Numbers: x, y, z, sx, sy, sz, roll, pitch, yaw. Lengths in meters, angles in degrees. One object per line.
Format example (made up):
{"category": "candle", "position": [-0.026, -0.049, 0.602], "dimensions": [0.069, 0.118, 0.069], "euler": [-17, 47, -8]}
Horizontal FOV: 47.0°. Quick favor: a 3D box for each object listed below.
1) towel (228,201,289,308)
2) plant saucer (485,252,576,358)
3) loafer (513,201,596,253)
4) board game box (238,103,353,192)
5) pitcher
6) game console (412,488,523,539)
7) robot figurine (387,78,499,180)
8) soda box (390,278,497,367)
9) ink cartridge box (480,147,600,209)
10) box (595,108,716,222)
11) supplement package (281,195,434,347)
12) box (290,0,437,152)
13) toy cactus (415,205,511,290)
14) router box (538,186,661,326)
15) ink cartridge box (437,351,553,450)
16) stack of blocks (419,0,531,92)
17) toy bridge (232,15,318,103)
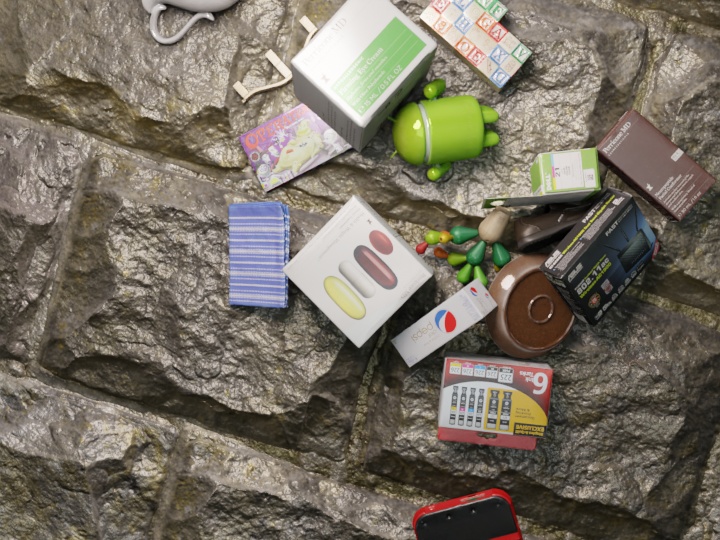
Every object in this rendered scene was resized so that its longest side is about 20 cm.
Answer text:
{"category": "towel", "position": [-0.198, -0.030, 1.577], "dimensions": [0.144, 0.024, 0.201], "euler": [2, 94, 32]}
{"category": "plant saucer", "position": [0.324, 0.068, 1.518], "dimensions": [0.199, 0.034, 0.201], "euler": [-4, 103, -18]}
{"category": "loafer", "position": [0.367, -0.097, 1.508], "dimensions": [0.199, 0.073, 0.072], "euler": [-18, 70, -16]}
{"category": "board game box", "position": [-0.119, -0.246, 1.583], "dimensions": [0.199, 0.032, 0.120], "euler": [-27, 87, 7]}
{"category": "pitcher", "position": [-0.317, -0.517, 1.549], "dimensions": [0.199, 0.121, 0.172], "euler": [-1, 114, 16]}
{"category": "game console", "position": [0.213, 0.527, 1.605], "dimensions": [0.199, 0.031, 0.178], "euler": [-17, 97, 7]}
{"category": "robot figurine", "position": [0.148, -0.254, 1.502], "dimensions": [0.199, 0.116, 0.176], "euler": [-9, 114, -8]}
{"category": "soda box", "position": [0.151, 0.097, 1.513], "dimensions": [0.200, 0.068, 0.064], "euler": [-39, 84, 37]}
{"category": "ink cartridge box", "position": [0.315, -0.161, 1.485], "dimensions": [0.199, 0.148, 0.076], "euler": [-5, 87, 6]}
{"category": "box", "position": [0.531, -0.190, 1.504], "dimensions": [0.200, 0.075, 0.100], "euler": [41, 97, 3]}
{"category": "supplement package", "position": [0.000, 0.000, 1.527], "dimensions": [0.200, 0.147, 0.191], "euler": [44, 97, 2]}
{"category": "box", "position": [0.003, -0.354, 1.465], "dimensions": [0.171, 0.200, 0.199], "euler": [42, 85, 2]}
{"category": "toy cactus", "position": [0.217, -0.042, 1.518], "dimensions": [0.199, 0.102, 0.165], "euler": [30, 115, 1]}
{"category": "router box", "position": [0.429, -0.024, 1.470], "dimensions": [0.200, 0.062, 0.150], "euler": [-49, 125, -6]}
{"category": "ink cartridge box", "position": [0.248, 0.253, 1.552], "dimensions": [0.199, 0.084, 0.177], "euler": [5, 95, 4]}
{"category": "stack of blocks", "position": [0.220, -0.439, 1.522], "dimensions": [0.200, 0.059, 0.115], "euler": [42, 96, 2]}
{"category": "toy bridge", "position": [-0.154, -0.390, 1.576], "dimensions": [0.200, 0.027, 0.067], "euler": [-43, 90, 7]}
